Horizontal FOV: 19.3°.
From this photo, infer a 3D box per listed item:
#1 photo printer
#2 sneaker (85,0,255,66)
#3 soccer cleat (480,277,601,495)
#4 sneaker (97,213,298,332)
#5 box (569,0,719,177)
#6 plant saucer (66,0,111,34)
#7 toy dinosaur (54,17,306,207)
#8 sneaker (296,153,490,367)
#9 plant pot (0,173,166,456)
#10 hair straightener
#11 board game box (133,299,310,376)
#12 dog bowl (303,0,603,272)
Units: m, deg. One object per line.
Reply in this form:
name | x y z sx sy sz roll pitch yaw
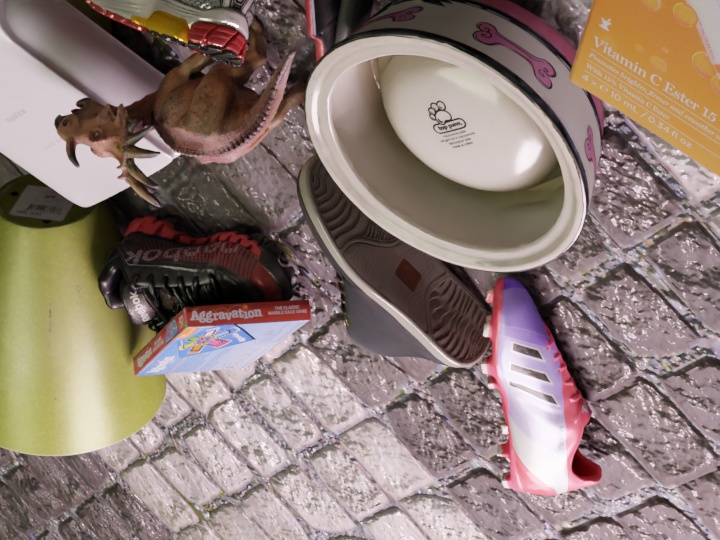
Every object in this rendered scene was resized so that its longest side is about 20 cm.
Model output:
photo printer | -0.244 -0.141 1.641 0.199 0.070 0.166 37 148 -24
sneaker | -0.127 -0.201 1.495 0.077 0.083 0.199 18 -176 -38
soccer cleat | 0.132 0.084 1.548 0.076 0.067 0.201 -2 128 10
sneaker | -0.139 0.011 1.729 0.199 0.098 0.071 10 134 41
box | 0.203 -0.159 1.121 0.124 0.098 0.201 34 148 15
plant saucer | -0.281 -0.229 1.671 0.199 0.031 0.201 30 146 23
toy dinosaur | -0.115 -0.106 1.522 0.199 0.136 0.086 0 129 49
sneaker | 0.000 0.000 1.565 0.106 0.075 0.200 -7 128 53
plant pot | -0.264 0.024 1.839 0.186 0.187 0.202 24 130 30
hair straightener | -0.003 -0.139 1.442 0.077 0.041 0.201 33 148 19
board game box | -0.117 0.056 1.737 0.200 0.102 0.020 143 120 -68
dog bowl | 0.067 -0.095 1.357 0.199 0.074 0.201 22 145 17
